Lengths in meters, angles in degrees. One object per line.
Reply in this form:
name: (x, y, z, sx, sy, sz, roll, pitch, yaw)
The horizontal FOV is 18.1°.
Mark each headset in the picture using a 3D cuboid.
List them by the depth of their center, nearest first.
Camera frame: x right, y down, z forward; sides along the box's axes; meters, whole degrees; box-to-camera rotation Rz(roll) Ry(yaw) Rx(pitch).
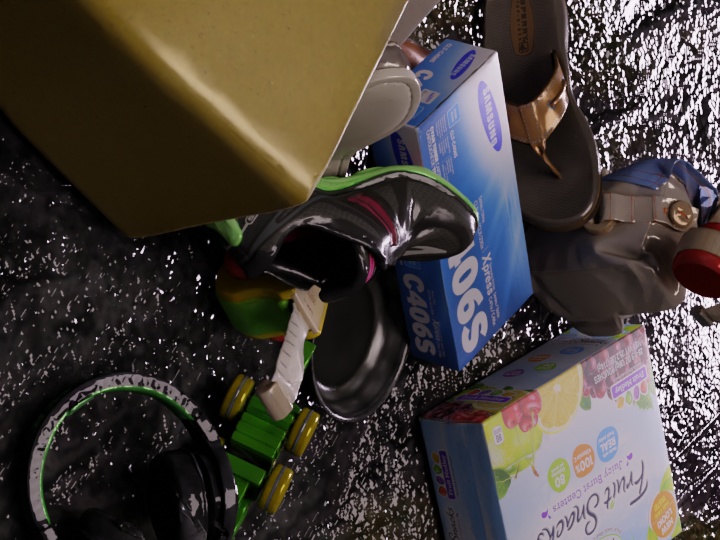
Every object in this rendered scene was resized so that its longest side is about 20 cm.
headset: (-0.115, 0.154, 1.325, 0.123, 0.094, 0.201, -36, 103, -22)

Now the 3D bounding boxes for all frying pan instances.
frying pan: (-0.009, 0.010, 1.473, 0.115, 0.031, 0.191, -43, 133, -40)

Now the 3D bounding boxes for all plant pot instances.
plant pot: (-0.114, -0.163, 1.272, 0.200, 0.194, 0.196, 39, 63, -28)

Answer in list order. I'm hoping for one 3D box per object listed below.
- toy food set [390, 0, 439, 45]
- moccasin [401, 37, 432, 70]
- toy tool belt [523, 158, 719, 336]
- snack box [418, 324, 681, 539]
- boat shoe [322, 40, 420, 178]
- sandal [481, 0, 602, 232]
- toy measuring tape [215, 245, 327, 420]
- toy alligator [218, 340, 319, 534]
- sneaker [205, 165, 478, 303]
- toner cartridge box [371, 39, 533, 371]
toy food set: (0.069, -0.209, 1.448, 0.060, 0.144, 0.200, 41, 18, -2)
moccasin: (0.012, -0.112, 1.493, 0.201, 0.073, 0.078, 17, 70, -56)
toy tool belt: (0.205, -0.035, 1.605, 0.125, 0.199, 0.123, 42, 60, -27)
snack box: (0.141, 0.149, 1.638, 0.199, 0.067, 0.170, -25, 109, -43)
boat shoe: (-0.020, -0.099, 1.359, 0.071, 0.200, 0.060, -2, 74, -19)
sandal: (0.119, -0.124, 1.571, 0.055, 0.081, 0.202, 43, 42, -68)
toy measuring tape: (-0.061, 0.030, 1.388, 0.201, 0.073, 0.074, -78, 145, -55)
toy alligator: (-0.078, 0.136, 1.416, 0.054, 0.059, 0.201, 100, 15, -74)
sneaker: (-0.009, -0.017, 1.369, 0.199, 0.077, 0.084, 0, 54, -38)
toner cartridge box: (0.061, -0.041, 1.494, 0.095, 0.043, 0.201, -46, 138, -36)
